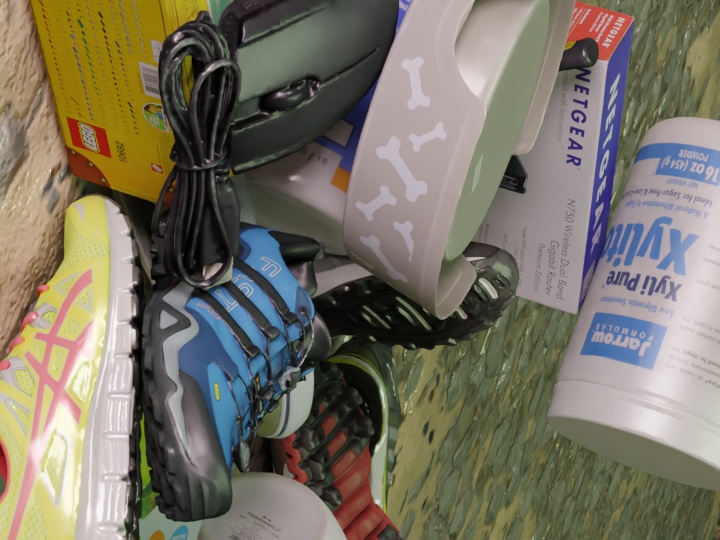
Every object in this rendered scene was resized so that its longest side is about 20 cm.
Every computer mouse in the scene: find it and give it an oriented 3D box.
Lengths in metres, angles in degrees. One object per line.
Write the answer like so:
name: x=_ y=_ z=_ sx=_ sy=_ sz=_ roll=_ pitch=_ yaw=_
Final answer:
computer mouse: x=-0.027 y=-0.091 z=1.068 sx=0.200 sy=0.053 sz=0.139 roll=-55 pitch=155 yaw=-44

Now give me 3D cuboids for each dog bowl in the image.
dog bowl: x=0.050 y=-0.078 z=1.167 sx=0.200 sy=0.059 sz=0.200 roll=20 pitch=90 yaw=-79

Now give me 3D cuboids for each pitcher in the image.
pitcher: x=-0.046 y=0.232 z=1.402 sx=0.121 sy=0.171 sz=0.200 roll=-39 pitch=146 yaw=-44

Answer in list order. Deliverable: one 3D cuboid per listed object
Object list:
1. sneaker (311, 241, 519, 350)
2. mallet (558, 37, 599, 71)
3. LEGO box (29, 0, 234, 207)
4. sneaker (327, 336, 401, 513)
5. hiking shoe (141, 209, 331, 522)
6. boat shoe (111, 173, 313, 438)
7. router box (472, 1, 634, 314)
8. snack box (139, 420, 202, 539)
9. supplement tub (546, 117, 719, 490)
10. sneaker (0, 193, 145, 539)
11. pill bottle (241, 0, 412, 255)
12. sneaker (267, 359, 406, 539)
sneaker: x=0.000 y=0.000 z=1.307 sx=0.074 sy=0.200 sz=0.079 roll=46 pitch=50 yaw=-41
mallet: x=0.038 y=-0.100 z=1.315 sx=0.066 sy=0.200 sz=0.041 roll=-47 pitch=121 yaw=-44
LEGO box: x=-0.081 y=-0.148 z=1.064 sx=0.200 sy=0.077 sz=0.149 roll=85 pitch=28 yaw=-52
sneaker: x=-0.001 y=0.130 z=1.608 sx=0.081 sy=0.074 sz=0.200 roll=-54 pitch=157 yaw=-52
hiking shoe: x=-0.056 y=0.036 z=1.074 sx=0.200 sy=0.086 sz=0.075 roll=-92 pitch=-176 yaw=-51
boat shoe: x=-0.082 y=0.009 z=1.212 sx=0.062 sy=0.072 sz=0.200 roll=-38 pitch=123 yaw=-33
router box: x=0.065 y=-0.085 z=1.406 sx=0.049 sy=0.179 sz=0.200 roll=-56 pitch=156 yaw=-43
snack box: x=-0.136 y=0.152 z=1.243 sx=0.142 sy=0.053 sz=0.200 roll=6 pitch=102 yaw=-71
supplement tub: x=0.205 y=0.020 z=1.423 sx=0.132 sy=0.132 sz=0.200 roll=55 pitch=54 yaw=-69
sneaker: x=-0.145 y=0.053 z=1.083 sx=0.078 sy=0.090 sz=0.200 roll=92 pitch=0 yaw=-62
pill bottle: x=-0.008 y=-0.119 z=1.261 sx=0.112 sy=0.112 sz=0.200 roll=59 pitch=53 yaw=-68
sneaker: x=-0.033 y=0.142 z=1.525 sx=0.071 sy=0.098 sz=0.201 roll=-39 pitch=122 yaw=-39
